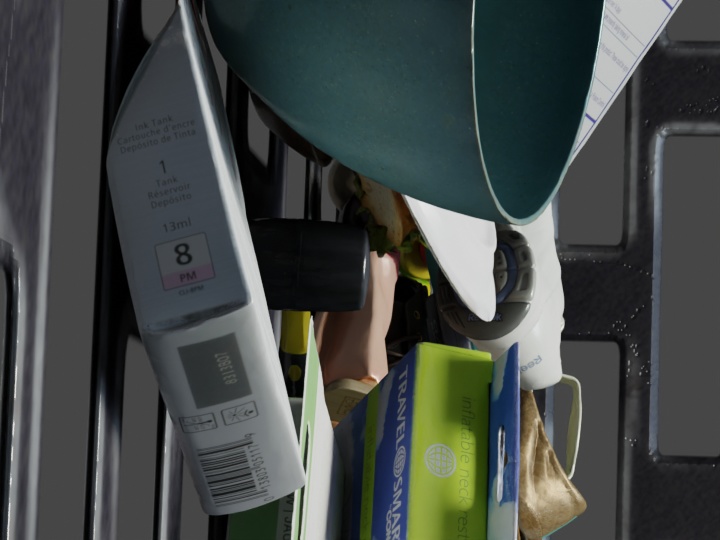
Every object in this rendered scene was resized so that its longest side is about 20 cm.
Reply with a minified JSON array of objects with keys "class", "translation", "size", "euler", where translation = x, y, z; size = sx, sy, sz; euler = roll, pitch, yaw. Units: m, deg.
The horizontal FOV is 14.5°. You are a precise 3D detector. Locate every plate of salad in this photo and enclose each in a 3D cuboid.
[{"class":"plate of salad","translation":[0.015,-0.066,1.332],"size":[0.200,0.048,0.201],"euler":[-24,90,-79]}]

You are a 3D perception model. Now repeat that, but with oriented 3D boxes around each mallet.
[{"class":"mallet","translation":[-0.020,0.031,1.329],"size":[0.200,0.066,0.041],"euler":[77,14,-63]}]

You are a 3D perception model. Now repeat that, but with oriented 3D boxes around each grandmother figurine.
[{"class":"grandmother figurine","translation":[0.000,0.000,1.544],"size":[0.121,0.060,0.201],"euler":[124,-23,-47]}]

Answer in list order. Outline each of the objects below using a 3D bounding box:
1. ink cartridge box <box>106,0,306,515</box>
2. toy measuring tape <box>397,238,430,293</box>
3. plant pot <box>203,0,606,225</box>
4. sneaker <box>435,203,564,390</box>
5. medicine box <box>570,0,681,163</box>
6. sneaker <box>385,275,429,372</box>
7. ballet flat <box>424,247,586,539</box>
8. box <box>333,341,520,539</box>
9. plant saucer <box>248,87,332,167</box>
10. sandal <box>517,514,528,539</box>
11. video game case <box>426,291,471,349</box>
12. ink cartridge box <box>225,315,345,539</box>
[{"class":"ink cartridge box","translation":[-0.069,-0.028,1.100],"size":[0.163,0.057,0.201],"euler":[77,-5,-61]},{"class":"toy measuring tape","translation":[0.048,-0.065,1.748],"size":[0.074,0.073,0.201],"euler":[-71,178,-67]},{"class":"plant pot","translation":[0.013,-0.125,1.167],"size":[0.200,0.134,0.201],"euler":[7,90,-72]},{"class":"sneaker","translation":[0.082,-0.012,1.649],"size":[0.201,0.074,0.087],"euler":[-86,153,-45]},{"class":"medicine box","translation":[0.085,-0.151,1.525],"size":[0.200,0.103,0.182],"euler":[-56,159,2]},{"class":"sneaker","translation":[0.011,0.080,1.598],"size":[0.200,0.074,0.107],"euler":[-97,-178,-70]},{"class":"ballet flat","translation":[0.094,0.063,1.701],"size":[0.068,0.072,0.201],"euler":[117,-39,-70]},{"class":"box","translation":[0.017,0.121,1.370],"size":[0.200,0.047,0.122],"euler":[131,-34,-56]},{"class":"plant saucer","translation":[-0.030,-0.150,1.352],"size":[0.200,0.034,0.201],"euler":[2,90,-82]},{"class":"sandal","translation":[0.044,0.129,1.444],"size":[0.200,0.081,0.055],"euler":[-104,-173,-67]},{"class":"video game case","translation":[0.048,0.091,1.726],"size":[0.200,0.019,0.144],"euler":[148,-69,-78]},{"class":"ink cartridge box","translation":[-0.039,0.123,1.263],"size":[0.200,0.048,0.146],"euler":[76,17,-65]}]
